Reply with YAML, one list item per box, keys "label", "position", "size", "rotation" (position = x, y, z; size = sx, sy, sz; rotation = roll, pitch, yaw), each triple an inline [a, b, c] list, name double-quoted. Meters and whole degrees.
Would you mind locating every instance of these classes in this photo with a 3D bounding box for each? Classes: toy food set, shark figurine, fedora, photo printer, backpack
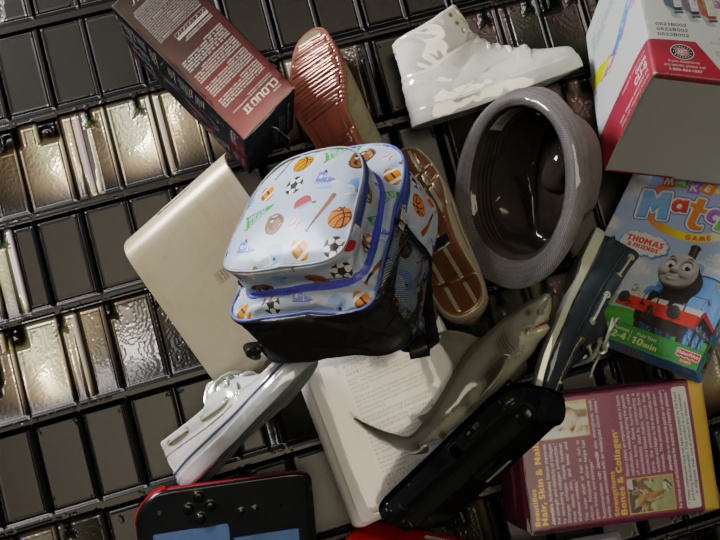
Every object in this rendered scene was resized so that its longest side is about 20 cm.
- label: "toy food set"
  position: [-0.134, 0.004, 1.032]
  size: [0.143, 0.060, 0.201]
  rotation: [-38, 86, 10]
- label: "shark figurine"
  position: [0.090, 0.102, 0.973]
  size: [0.214, 0.129, 0.089]
  rotation: [-41, 69, -13]
- label: "fedora"
  position: [0.184, -0.087, 1.039]
  size: [0.089, 0.176, 0.204]
  rotation: [-6, 109, -38]
- label: "photo printer"
  position: [0.031, 0.135, 1.025]
  size: [0.164, 0.069, 0.203]
  rotation: [-22, 85, -8]
- label: "backpack"
  position: [-0.022, -0.024, 0.908]
  size: [0.197, 0.155, 0.192]
  rotation: [-3, 46, 28]

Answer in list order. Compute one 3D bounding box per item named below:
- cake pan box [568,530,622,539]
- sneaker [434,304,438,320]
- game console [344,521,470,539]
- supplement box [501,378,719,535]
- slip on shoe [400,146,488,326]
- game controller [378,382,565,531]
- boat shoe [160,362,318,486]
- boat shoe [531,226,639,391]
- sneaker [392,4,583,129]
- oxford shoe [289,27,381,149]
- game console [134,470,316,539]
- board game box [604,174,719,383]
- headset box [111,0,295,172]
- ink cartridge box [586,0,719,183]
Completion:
- label: "cake pan box"
  position: [0.192, 0.353, 0.966]
  size: [0.180, 0.053, 0.202]
  rotation: [-8, 42, -6]
- label: "sneaker"
  position: [0.000, 0.000, 1.019]
  size: [0.075, 0.070, 0.201]
  rotation: [-44, 58, 6]
- label: "game console"
  position: [0.064, 0.335, 0.947]
  size: [0.196, 0.172, 0.121]
  rotation: [8, 99, 16]
- label: "supplement box"
  position: [0.245, 0.185, 1.021]
  size: [0.196, 0.103, 0.134]
  rotation: [-5, 84, -6]
- label: "slip on shoe"
  position: [0.079, -0.034, 1.055]
  size: [0.075, 0.061, 0.202]
  rotation: [-29, 67, 6]
- label: "game controller"
  position: [0.105, 0.176, 0.936]
  size: [0.200, 0.103, 0.042]
  rotation: [-47, 58, 24]
- label: "boat shoe"
  position: [-0.128, 0.133, 0.985]
  size: [0.200, 0.073, 0.067]
  rotation: [-45, 78, 15]
- label: "boat shoe"
  position: [0.219, 0.052, 0.986]
  size: [0.061, 0.075, 0.202]
  rotation: [25, 60, 5]
- label: "sneaker"
  position: [0.133, -0.236, 1.074]
  size: [0.196, 0.074, 0.118]
  rotation: [-17, 88, -5]
- label: "oxford shoe"
  position: [-0.022, -0.161, 1.062]
  size: [0.070, 0.073, 0.203]
  rotation: [-24, 69, 27]
- label: "game console"
  position: [-0.126, 0.304, 0.991]
  size: [0.173, 0.031, 0.204]
  rotation: [-5, 99, -5]
- label: "board game box"
  position: [0.317, -0.004, 1.035]
  size: [0.150, 0.037, 0.202]
  rotation: [20, 73, 34]
- label: "headset box"
  position: [-0.144, -0.192, 1.007]
  size: [0.200, 0.149, 0.075]
  rotation: [45, 82, 2]
- label: "ink cartridge box"
  position: [0.324, -0.216, 1.019]
  size: [0.142, 0.146, 0.203]
  rotation: [4, 56, -5]
